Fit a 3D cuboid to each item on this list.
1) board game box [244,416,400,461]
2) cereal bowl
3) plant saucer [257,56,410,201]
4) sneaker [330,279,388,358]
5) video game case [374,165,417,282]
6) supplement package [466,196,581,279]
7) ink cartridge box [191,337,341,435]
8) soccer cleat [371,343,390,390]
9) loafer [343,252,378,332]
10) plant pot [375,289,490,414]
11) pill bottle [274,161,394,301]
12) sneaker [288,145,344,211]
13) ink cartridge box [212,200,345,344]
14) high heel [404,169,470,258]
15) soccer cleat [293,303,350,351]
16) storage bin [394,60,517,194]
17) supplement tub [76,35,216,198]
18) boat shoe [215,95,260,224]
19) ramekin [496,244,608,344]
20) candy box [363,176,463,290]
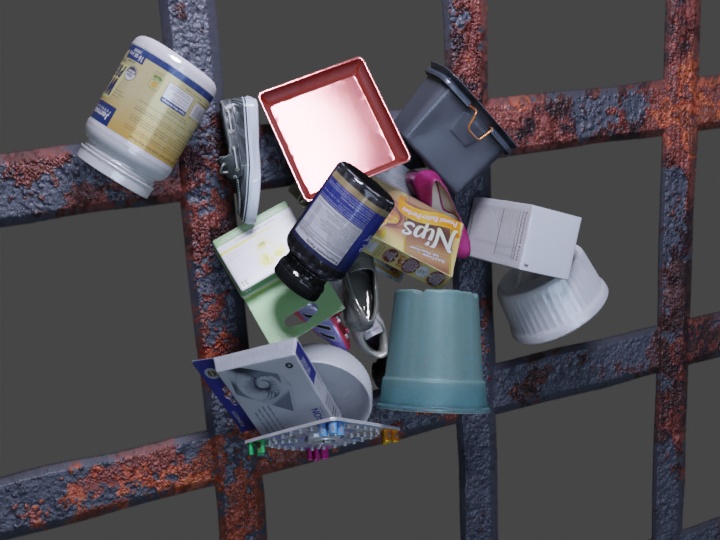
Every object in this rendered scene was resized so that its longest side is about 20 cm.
[{"bbox_3d":[-0.062,0.289,1.484,0.198,0.197,0.027,20,56,-51],"label":"board game box"},{"bbox_3d":[-0.072,0.197,1.516,0.195,0.084,0.203,4,132,4],"label":"cereal bowl"},{"bbox_3d":[-0.044,-0.228,1.439,0.196,0.037,0.203,-23,78,-16],"label":"plant saucer"},{"bbox_3d":[0.005,0.063,1.535,0.074,0.099,0.203,-27,110,-12],"label":"sneaker"},{"bbox_3d":[0.034,-0.103,1.551,0.198,0.023,0.185,29,90,-27],"label":"video game case"},{"bbox_3d":[0.283,-0.060,1.565,0.107,0.199,0.117,10,95,-24],"label":"supplement package"},{"bbox_3d":[-0.155,0.207,1.449,0.195,0.041,0.202,-13,130,18],"label":"ink cartridge box"},{"bbox_3d":[0.094,0.138,1.622,0.201,0.064,0.084,-50,145,-10],"label":"soccer cleat"},{"bbox_3d":[0.000,0.000,1.476,0.068,0.070,0.205,0,74,-27],"label":"loafer"},{"bbox_3d":[0.127,0.137,1.496,0.196,0.199,0.202,6,83,-23],"label":"plant pot"},{"bbox_3d":[-0.045,-0.057,1.358,0.111,0.112,0.202,31,103,-25],"label":"pill bottle"},{"bbox_3d":[-0.078,-0.120,1.462,0.087,0.067,0.206,5,83,-8],"label":"sneaker"},{"bbox_3d":[-0.133,0.006,1.432,0.144,0.048,0.202,-29,71,-14],"label":"ink cartridge box"},{"bbox_3d":[0.153,-0.093,1.539,0.067,0.096,0.202,-36,114,-11],"label":"high heel"},{"bbox_3d":[-0.089,0.062,1.504,0.076,0.067,0.202,-33,100,7],"label":"soccer cleat"},{"bbox_3d":[0.157,-0.234,1.517,0.135,0.146,0.199,-47,115,5],"label":"storage bin"},{"bbox_3d":[-0.319,-0.226,1.304,0.143,0.144,0.203,31,89,-26],"label":"supplement tub"},{"bbox_3d":[-0.199,-0.177,1.416,0.069,0.072,0.206,-3,93,-14],"label":"boat shoe"},{"bbox_3d":[0.348,0.037,1.626,0.199,0.200,0.099,-36,105,-11],"label":"ramekin"},{"bbox_3d":[0.071,-0.065,1.479,0.197,0.055,0.117,27,55,-13],"label":"candy box"}]
